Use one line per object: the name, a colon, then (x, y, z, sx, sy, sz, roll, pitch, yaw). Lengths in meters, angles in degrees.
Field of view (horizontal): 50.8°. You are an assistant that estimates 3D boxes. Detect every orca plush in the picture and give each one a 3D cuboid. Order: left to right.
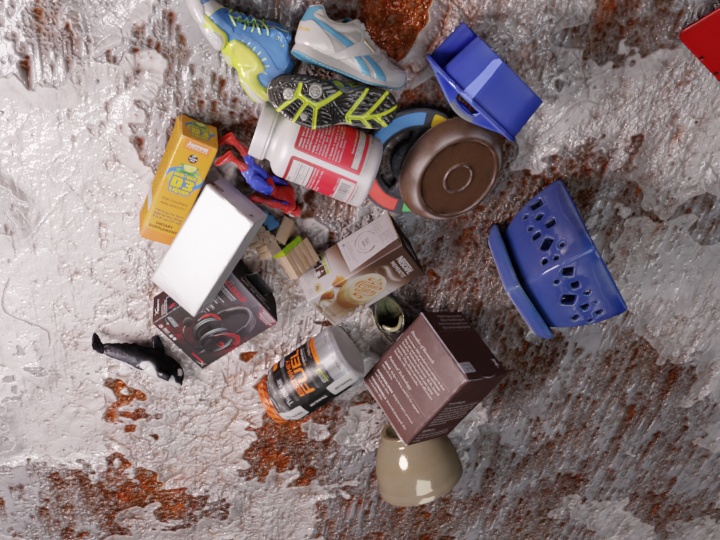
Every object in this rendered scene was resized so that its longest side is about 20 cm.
orca plush: (-0.408, 0.153, 1.428, 0.197, 0.073, 0.104, 28, 162, -26)

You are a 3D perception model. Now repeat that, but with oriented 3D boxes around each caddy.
caddy: (0.186, -0.283, 1.173, 0.198, 0.143, 0.105, 33, 110, -32)

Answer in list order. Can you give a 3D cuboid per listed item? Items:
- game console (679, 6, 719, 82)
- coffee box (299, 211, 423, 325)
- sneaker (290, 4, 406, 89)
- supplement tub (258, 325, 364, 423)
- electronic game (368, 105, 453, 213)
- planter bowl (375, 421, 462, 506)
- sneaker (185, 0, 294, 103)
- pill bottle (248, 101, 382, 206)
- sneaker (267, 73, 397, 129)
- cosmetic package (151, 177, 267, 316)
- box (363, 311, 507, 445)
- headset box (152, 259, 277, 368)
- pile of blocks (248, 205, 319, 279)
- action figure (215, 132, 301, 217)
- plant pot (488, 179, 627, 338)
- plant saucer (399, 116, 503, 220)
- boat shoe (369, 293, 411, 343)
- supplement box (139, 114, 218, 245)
game console: (0.659, -0.421, 1.267, 0.197, 0.118, 0.176, 27, 86, -31)
coffee box: (0.000, 0.000, 1.373, 0.197, 0.081, 0.114, -31, 144, 11)
sneaker: (-0.005, -0.327, 1.131, 0.196, 0.076, 0.083, 13, 99, -36)
supplement tub: (-0.099, 0.210, 1.497, 0.198, 0.124, 0.123, -35, 128, 13)
electronic game: (0.089, -0.184, 1.289, 0.194, 0.042, 0.204, -8, 129, -9)
planter bowl: (0.117, 0.403, 1.679, 0.195, 0.200, 0.138, -17, 103, 0)
sneaker: (-0.164, -0.343, 1.089, 0.104, 0.076, 0.201, -37, 136, 0)
pill bottle: (-0.071, -0.187, 1.188, 0.195, 0.113, 0.114, 20, 122, -11)
sneaker: (-0.046, -0.250, 1.141, 0.195, 0.076, 0.077, 8, 104, -16)
cosmetic package: (-0.247, -0.037, 1.234, 0.101, 0.074, 0.201, 38, 110, 2)
box: (0.146, 0.211, 1.501, 0.164, 0.165, 0.201, 5, 132, -52)
headset box: (-0.254, 0.066, 1.374, 0.197, 0.076, 0.149, -30, 128, 10)
pile of blocks: (-0.165, -0.060, 1.321, 0.198, 0.084, 0.062, 35, 157, -24)
action figure: (-0.160, -0.143, 1.238, 0.051, 0.067, 0.199, -27, 139, 23)
plant pot: (0.353, -0.008, 1.400, 0.177, 0.203, 0.200, -28, 130, 17)
plant saucer: (0.161, -0.163, 1.289, 0.195, 0.032, 0.204, -14, 133, -15)
boat shoe: (0.058, 0.095, 1.483, 0.070, 0.067, 0.203, -26, 130, 3)
supplement box: (-0.292, -0.140, 1.209, 0.065, 0.069, 0.202, 16, 121, -25)
